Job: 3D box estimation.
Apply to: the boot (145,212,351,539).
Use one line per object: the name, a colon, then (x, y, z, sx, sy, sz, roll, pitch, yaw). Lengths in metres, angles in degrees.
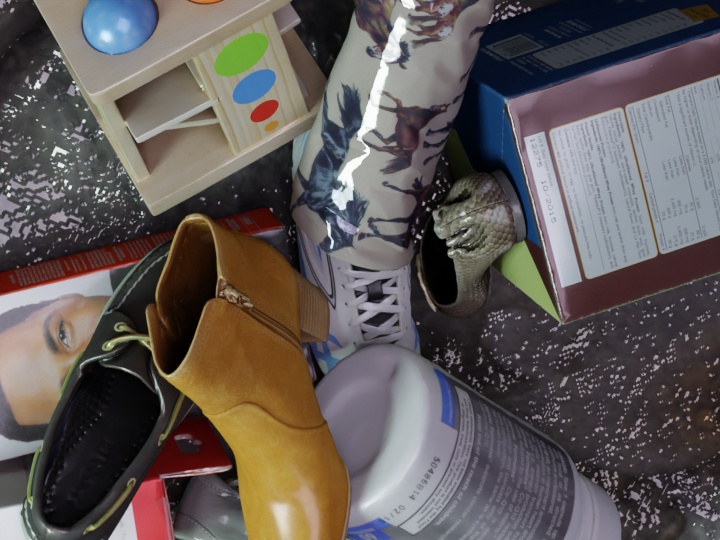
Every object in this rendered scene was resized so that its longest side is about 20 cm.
boot: (-0.068, 0.079, 1.405, 0.070, 0.144, 0.203, -9, 72, 28)

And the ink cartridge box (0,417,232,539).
ink cartridge box: (-0.176, 0.146, 1.494, 0.199, 0.116, 0.068, -10, 104, -10)

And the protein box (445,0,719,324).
protein box: (0.165, -0.083, 1.474, 0.199, 0.199, 0.136, -18, 106, -8)

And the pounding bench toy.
pounding bench toy: (-0.073, -0.159, 1.404, 0.199, 0.156, 0.125, -29, 63, -5)

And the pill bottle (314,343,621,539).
pill bottle: (0.061, 0.133, 1.524, 0.200, 0.114, 0.114, 33, 94, -38)

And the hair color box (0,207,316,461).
hair color box: (-0.135, 0.037, 1.507, 0.199, 0.061, 0.102, -15, 105, -9)

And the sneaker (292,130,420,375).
sneaker: (0.000, 0.000, 1.524, 0.071, 0.072, 0.201, -13, 107, -11)

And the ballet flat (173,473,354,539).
ballet flat: (-0.017, 0.165, 1.564, 0.199, 0.067, 0.064, 18, 80, -18)

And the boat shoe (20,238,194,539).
boat shoe: (-0.128, 0.068, 1.422, 0.071, 0.061, 0.202, 24, 73, 0)

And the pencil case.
pencil case: (0.021, -0.097, 1.404, 0.089, 0.078, 0.201, -20, 136, -51)

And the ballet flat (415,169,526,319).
ballet flat: (0.053, -0.012, 1.473, 0.046, 0.200, 0.068, -21, 82, -12)
